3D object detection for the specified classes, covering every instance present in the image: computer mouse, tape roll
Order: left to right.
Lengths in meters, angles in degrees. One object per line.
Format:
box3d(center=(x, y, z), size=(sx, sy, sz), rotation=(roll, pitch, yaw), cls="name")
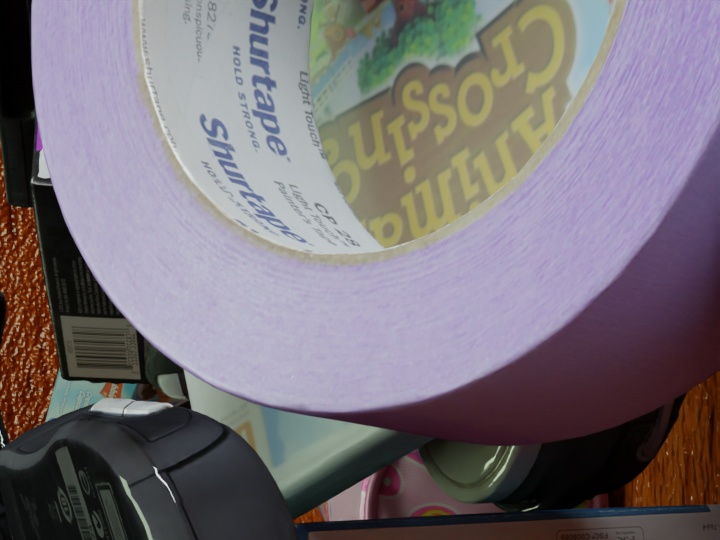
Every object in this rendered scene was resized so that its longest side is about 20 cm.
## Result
box3d(center=(-0.060, 0.039, 0.674), size=(0.141, 0.046, 0.200), rotation=(71, 159, 4), cls="computer mouse")
box3d(center=(0.020, -0.064, 0.646), size=(0.066, 0.200, 0.200), rotation=(14, -114, -52), cls="tape roll")

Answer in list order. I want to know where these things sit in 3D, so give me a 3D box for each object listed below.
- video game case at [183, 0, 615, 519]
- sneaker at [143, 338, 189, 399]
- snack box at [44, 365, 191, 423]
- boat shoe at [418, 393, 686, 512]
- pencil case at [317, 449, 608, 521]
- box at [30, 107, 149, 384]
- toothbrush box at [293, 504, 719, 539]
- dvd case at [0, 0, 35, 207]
box3d(center=(0.011, -0.054, 0.729), size=(0.200, 0.022, 0.182), rotation=(-33, 62, 41), cls="video game case")
box3d(center=(0.000, 0.000, 0.894), size=(0.200, 0.115, 0.076), rotation=(-23, -65, -85), cls="sneaker")
box3d(center=(-0.036, 0.019, 1.074), size=(0.037, 0.200, 0.116), rotation=(38, 135, 20), cls="snack box")
box3d(center=(0.071, -0.031, 0.723), size=(0.067, 0.057, 0.200), rotation=(42, 119, 45), cls="boat shoe")
box3d(center=(0.028, 0.069, 1.015), size=(0.200, 0.087, 0.088), rotation=(-135, 43, -82), cls="pencil case")
box3d(center=(-0.077, -0.084, 0.908), size=(0.143, 0.036, 0.200), rotation=(94, 179, -65), cls="box")
box3d(center=(0.008, 0.111, 0.765), size=(0.200, 0.146, 0.085), rotation=(-17, 75, 62), cls="toothbrush box")
box3d(center=(-0.102, -0.131, 0.904), size=(0.200, 0.018, 0.143), rotation=(96, 175, -59), cls="dvd case")
